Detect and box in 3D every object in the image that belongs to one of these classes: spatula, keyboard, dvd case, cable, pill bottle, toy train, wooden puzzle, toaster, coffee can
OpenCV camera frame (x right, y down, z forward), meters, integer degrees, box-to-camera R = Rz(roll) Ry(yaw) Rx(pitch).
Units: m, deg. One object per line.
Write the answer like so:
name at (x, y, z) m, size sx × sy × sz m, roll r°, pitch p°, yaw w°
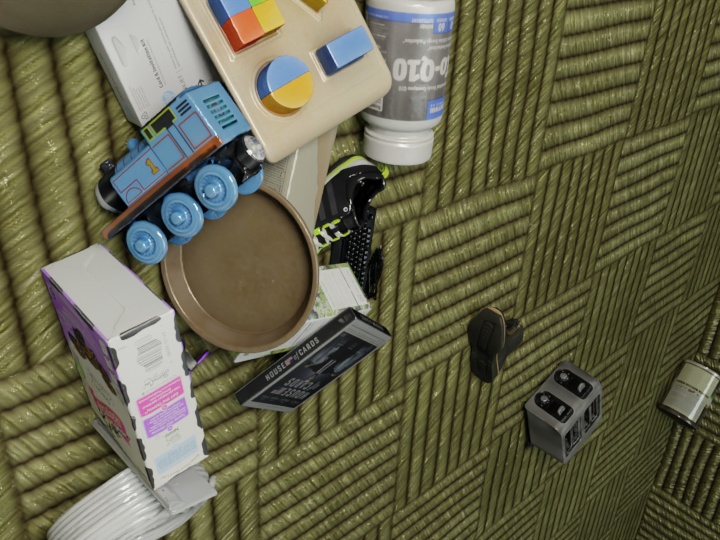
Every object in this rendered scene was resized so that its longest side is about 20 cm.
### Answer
spatula at (-0.205, 0.100, 0.812) m, size 0.057 × 0.020 × 0.200 m, roll -48°, pitch 172°, yaw -17°
keyboard at (-0.236, 0.208, 0.785) m, size 0.056 × 0.199 × 0.011 m, roll -6°, pitch 114°, yaw -43°
dvd case at (-0.061, 0.131, 0.980) m, size 0.199 × 0.025 × 0.150 m, roll -38°, pitch 156°, yaw 9°
cable at (-0.275, 0.291, 0.835) m, size 0.198 × 0.070 × 0.201 m, roll -25°, pitch 162°, yaw -26°
pill bottle at (0.056, -0.247, 0.897) m, size 0.113 × 0.113 × 0.203 m, roll -21°, pitch 126°, yaw -38°
toy train at (-0.185, -0.092, 0.696) m, size 0.115 × 0.198 × 0.087 m, roll 55°, pitch 27°, yaw -9°
keyboard at (0.000, 0.000, 1.043) m, size 0.103 × 0.039 × 0.203 m, roll -15°, pitch 123°, yaw -41°
wooden puzzle at (-0.064, -0.240, 0.710) m, size 0.184 × 0.046 × 0.202 m, roll -36°, pitch 110°, yaw -27°
toaster at (0.503, 0.359, 1.736) m, size 0.180 × 0.118 × 0.202 m, roll -40°, pitch 137°, yaw -22°
coffee can at (1.177, 0.442, 2.489) m, size 0.202 × 0.145 × 0.146 m, roll -58°, pitch 141°, yaw -3°

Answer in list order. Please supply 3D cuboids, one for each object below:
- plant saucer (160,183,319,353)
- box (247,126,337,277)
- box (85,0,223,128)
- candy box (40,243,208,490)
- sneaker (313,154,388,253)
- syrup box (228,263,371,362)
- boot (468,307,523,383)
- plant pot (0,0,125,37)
plant saucer at (-0.136, -0.006, 0.793) m, size 0.029 × 0.197 × 0.203 m, roll -38°, pitch 145°, yaw -69°
box at (-0.099, -0.105, 0.823) m, size 0.077 × 0.094 × 0.203 m, roll -17°, pitch 127°, yaw -58°
box at (-0.175, -0.261, 0.698) m, size 0.199 × 0.041 × 0.157 m, roll -41°, pitch 136°, yaw -25°
candy box at (-0.246, 0.100, 0.736) m, size 0.071 × 0.167 × 0.203 m, roll -28°, pitch 130°, yaw -32°
sneaker at (-0.039, -0.072, 0.922) m, size 0.201 × 0.082 × 0.072 m, roll -53°, pitch 140°, yaw -7°
syrup box at (-0.089, 0.052, 0.927) m, size 0.198 × 0.079 × 0.082 m, roll -9°, pitch 151°, yaw -44°
boot at (0.283, 0.115, 1.400) m, size 0.138 × 0.077 × 0.202 m, roll -40°, pitch 150°, yaw -29°
plant pot at (-0.211, -0.272, 0.494) m, size 0.185 × 0.199 × 0.191 m, roll -10°, pitch 107°, yaw -35°
